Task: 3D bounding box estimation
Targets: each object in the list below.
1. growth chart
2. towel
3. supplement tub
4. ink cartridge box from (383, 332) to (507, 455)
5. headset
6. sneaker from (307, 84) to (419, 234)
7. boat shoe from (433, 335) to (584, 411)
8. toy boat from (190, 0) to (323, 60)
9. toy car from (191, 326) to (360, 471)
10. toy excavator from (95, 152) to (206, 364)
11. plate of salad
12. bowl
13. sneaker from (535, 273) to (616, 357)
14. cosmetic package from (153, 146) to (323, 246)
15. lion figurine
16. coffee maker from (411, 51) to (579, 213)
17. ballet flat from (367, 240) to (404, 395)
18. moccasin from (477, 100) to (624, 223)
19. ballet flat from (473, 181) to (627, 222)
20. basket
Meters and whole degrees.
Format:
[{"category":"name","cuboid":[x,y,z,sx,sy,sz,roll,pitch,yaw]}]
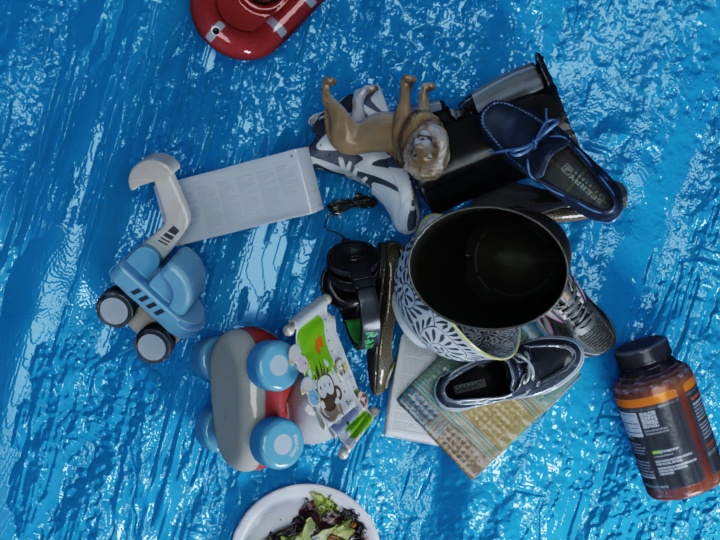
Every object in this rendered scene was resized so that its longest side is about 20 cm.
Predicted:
[{"category":"growth chart","cuboid":[-0.036,0.129,1.436,0.018,0.145,0.200,-12,111,24]},{"category":"towel","cuboid":[0.164,0.149,1.511,0.200,0.022,0.147,-43,85,-11]},{"category":"supplement tub","cuboid":[0.392,0.187,1.522,0.107,0.107,0.200,-19,95,-2]},{"category":"ink cartridge box","cuboid":[0.124,0.131,1.544,0.161,0.050,0.200,10,75,-4]},{"category":"headset","cuboid":[0.000,0.000,1.487,0.094,0.124,0.200,-12,70,-13]},{"category":"sneaker","cuboid":[-0.007,-0.125,1.482,0.130,0.079,0.199,-18,83,6]},{"category":"boat shoe","cuboid":[0.190,0.127,1.472,0.200,0.068,0.072,-13,81,-7]},{"category":"toy boat","cuboid":[-0.119,-0.351,1.441,0.131,0.131,0.200,43,91,-5]},{"category":"toy car","cuboid":[-0.084,0.155,1.488,0.200,0.184,0.177,-3,91,-34]},{"category":"toy excavator","cuboid":[-0.242,-0.018,1.446,0.194,0.100,0.200,44,110,-7]},{"category":"plate of salad","cuboid":[-0.071,0.379,1.541,0.200,0.048,0.200,0,94,-3]},{"category":"bowl","cuboid":[0.102,0.039,1.459,0.094,0.201,0.201,-33,96,30]},{"category":"sneaker","cuboid":[0.251,0.036,1.508,0.200,0.086,0.080,41,85,-5]},{"category":"cosmetic package","cuboid":[-0.152,-0.091,1.467,0.200,0.051,0.083,-12,97,20]},{"category":"lion figurine","cuboid":[0.024,-0.167,1.409,0.200,0.072,0.123,4,85,39]},{"category":"coffee maker","cuboid":[0.159,-0.149,1.445,0.200,0.192,0.135,-22,136,9]},{"category":"ballet flat","cuboid":[0.038,0.062,1.518,0.046,0.067,0.200,5,89,-12]},{"category":"moccasin","cuboid":[0.222,-0.133,1.347,0.200,0.068,0.080,34,95,9]},{"category":"ballet flat","cuboid":[0.244,-0.081,1.516,0.200,0.067,0.046,-6,136,-5]},{"category":"basket","cuboid":[0.170,-0.010,1.373,0.180,0.200,0.136,3,96,20]}]
